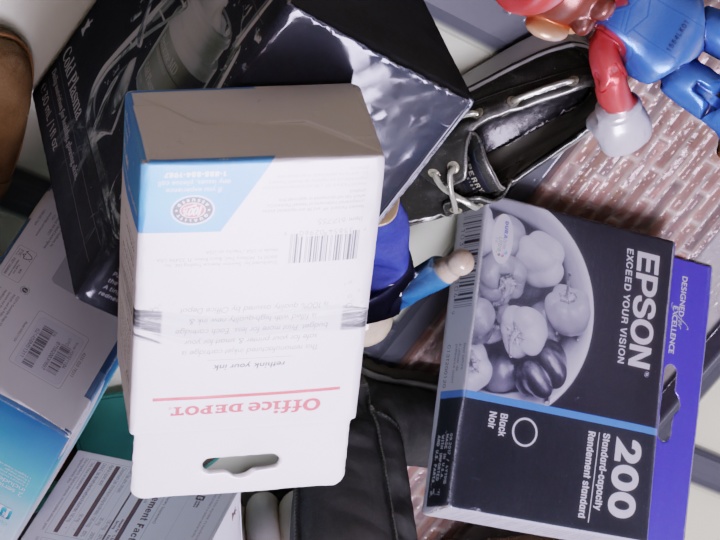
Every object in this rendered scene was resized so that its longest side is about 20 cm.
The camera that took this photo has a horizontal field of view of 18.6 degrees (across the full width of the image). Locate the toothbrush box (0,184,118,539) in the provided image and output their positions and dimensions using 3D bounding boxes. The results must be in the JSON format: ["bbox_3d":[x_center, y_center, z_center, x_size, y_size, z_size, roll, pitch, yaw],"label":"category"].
[{"bbox_3d":[-0.196,0.073,1.238,0.085,0.147,0.200,31,137,-4],"label":"toothbrush box"}]

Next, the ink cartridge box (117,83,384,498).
[{"bbox_3d":[-0.059,0.012,1.070,0.116,0.068,0.201,-2,126,-13],"label":"ink cartridge box"}]

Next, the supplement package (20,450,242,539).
[{"bbox_3d":[-0.142,0.241,1.318,0.110,0.156,0.201,9,127,15],"label":"supplement package"}]

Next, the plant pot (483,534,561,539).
[{"bbox_3d":[0.101,0.253,1.533,0.201,0.093,0.201,-33,144,-28],"label":"plant pot"}]

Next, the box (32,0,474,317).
[{"bbox_3d":[-0.064,-0.091,1.162,0.124,0.200,0.197,26,115,-31],"label":"box"}]

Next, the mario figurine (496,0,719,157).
[{"bbox_3d":[0.154,-0.147,1.251,0.200,0.124,0.106,32,142,-8],"label":"mario figurine"}]

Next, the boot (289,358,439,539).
[{"bbox_3d":[0.022,0.146,1.374,0.181,0.200,0.073,17,123,-28],"label":"boot"}]

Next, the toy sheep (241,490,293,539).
[{"bbox_3d":[-0.060,0.212,1.448,0.199,0.138,0.138,-11,129,-3],"label":"toy sheep"}]

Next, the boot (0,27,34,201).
[{"bbox_3d":[-0.221,-0.035,1.216,0.073,0.075,0.201,15,102,-36],"label":"boot"}]

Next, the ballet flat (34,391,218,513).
[{"bbox_3d":[-0.184,0.120,1.388,0.199,0.068,0.070,-8,153,-12],"label":"ballet flat"}]

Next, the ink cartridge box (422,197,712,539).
[{"bbox_3d":[0.143,0.070,1.383,0.199,0.043,0.199,12,78,-26],"label":"ink cartridge box"}]

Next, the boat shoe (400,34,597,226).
[{"bbox_3d":[0.059,-0.071,1.307,0.200,0.064,0.071,-33,130,9],"label":"boat shoe"}]

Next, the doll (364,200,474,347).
[{"bbox_3d":[0.000,0.000,1.306,0.136,0.049,0.200,-10,156,-2],"label":"doll"}]
